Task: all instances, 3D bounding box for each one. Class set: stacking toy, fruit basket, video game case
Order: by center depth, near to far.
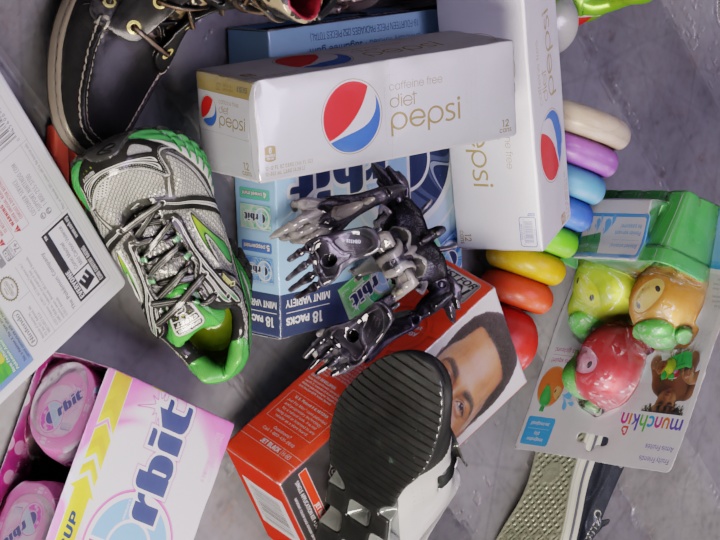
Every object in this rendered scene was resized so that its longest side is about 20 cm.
[{"bbox_3d":[-0.244,-0.011,1.438,0.182,0.022,0.200,-45,125,-27],"label":"video game case"},{"bbox_3d":[0.125,-0.020,1.783,0.085,0.085,0.200,18,89,-45],"label":"stacking toy"},{"bbox_3d":[0.189,0.039,1.783,0.094,0.185,0.200,32,76,-29],"label":"fruit basket"}]

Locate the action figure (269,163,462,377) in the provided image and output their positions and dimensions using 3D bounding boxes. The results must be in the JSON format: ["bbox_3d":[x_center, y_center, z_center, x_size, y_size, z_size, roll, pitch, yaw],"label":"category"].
[{"bbox_3d":[0.000,0.000,1.580,0.119,0.102,0.200,68,18,-4],"label":"action figure"}]

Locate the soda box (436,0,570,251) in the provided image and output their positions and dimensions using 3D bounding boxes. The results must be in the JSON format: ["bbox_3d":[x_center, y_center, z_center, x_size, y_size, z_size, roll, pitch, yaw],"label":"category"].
[{"bbox_3d":[0.097,-0.117,1.685,0.068,0.064,0.200,-44,133,-59],"label":"soda box"}]

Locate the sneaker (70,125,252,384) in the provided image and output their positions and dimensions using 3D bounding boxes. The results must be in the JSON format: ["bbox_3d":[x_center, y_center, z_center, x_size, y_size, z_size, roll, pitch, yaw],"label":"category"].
[{"bbox_3d":[-0.108,-0.010,1.503,0.078,0.085,0.200,-24,137,8],"label":"sneaker"}]

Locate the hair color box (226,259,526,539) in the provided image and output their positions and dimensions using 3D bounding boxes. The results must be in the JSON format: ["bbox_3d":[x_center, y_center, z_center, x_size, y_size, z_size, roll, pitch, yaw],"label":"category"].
[{"bbox_3d":[0.013,0.094,1.660,0.200,0.061,0.102,-43,137,-20],"label":"hair color box"}]

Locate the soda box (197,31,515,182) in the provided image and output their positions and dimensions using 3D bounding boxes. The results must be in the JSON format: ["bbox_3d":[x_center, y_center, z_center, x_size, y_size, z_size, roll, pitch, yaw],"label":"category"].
[{"bbox_3d":[-0.001,-0.104,1.565,0.200,0.068,0.064,-13,107,-34],"label":"soda box"}]

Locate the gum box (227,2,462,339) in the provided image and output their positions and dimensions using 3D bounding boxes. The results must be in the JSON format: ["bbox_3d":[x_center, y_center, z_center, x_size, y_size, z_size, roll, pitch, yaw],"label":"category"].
[{"bbox_3d":[-0.008,-0.069,1.659,0.170,0.045,0.200,-13,106,-42],"label":"gum box"}]

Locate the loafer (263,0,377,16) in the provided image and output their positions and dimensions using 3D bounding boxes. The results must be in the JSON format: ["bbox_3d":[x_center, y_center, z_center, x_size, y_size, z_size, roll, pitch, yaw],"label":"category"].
[{"bbox_3d":[0.008,-0.198,1.640,0.200,0.072,0.063,-35,127,-40],"label":"loafer"}]

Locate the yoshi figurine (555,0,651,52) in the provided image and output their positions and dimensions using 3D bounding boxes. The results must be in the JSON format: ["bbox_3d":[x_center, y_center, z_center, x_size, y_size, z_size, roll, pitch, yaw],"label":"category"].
[{"bbox_3d":[0.148,-0.216,1.757,0.200,0.112,0.112,-39,107,-31],"label":"yoshi figurine"}]

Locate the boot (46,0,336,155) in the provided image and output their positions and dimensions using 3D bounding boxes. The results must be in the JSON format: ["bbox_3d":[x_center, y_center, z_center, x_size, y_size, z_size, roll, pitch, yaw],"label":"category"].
[{"bbox_3d":[-0.094,-0.158,1.473,0.073,0.150,0.200,43,61,-46],"label":"boot"}]

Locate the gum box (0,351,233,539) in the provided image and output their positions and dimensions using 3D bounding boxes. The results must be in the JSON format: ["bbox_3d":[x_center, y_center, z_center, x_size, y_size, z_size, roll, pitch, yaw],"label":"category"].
[{"bbox_3d":[-0.167,0.163,1.521,0.113,0.066,0.200,29,77,-45],"label":"gum box"}]

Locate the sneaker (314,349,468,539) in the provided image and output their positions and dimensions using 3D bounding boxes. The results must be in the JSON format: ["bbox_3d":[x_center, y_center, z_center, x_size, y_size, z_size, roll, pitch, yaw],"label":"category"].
[{"bbox_3d":[0.028,0.115,1.586,0.088,0.074,0.200,-32,151,-42],"label":"sneaker"}]

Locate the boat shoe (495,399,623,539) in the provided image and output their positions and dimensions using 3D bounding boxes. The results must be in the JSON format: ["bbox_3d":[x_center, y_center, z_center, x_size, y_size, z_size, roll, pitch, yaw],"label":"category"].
[{"bbox_3d":[0.148,0.185,1.841,0.062,0.075,0.200,36,66,-36],"label":"boat shoe"}]

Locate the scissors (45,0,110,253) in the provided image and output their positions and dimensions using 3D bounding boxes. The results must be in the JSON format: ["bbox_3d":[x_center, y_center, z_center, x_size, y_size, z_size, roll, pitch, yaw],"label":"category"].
[{"bbox_3d":[-0.181,-0.089,1.502,0.073,0.014,0.200,-24,115,-38],"label":"scissors"}]
